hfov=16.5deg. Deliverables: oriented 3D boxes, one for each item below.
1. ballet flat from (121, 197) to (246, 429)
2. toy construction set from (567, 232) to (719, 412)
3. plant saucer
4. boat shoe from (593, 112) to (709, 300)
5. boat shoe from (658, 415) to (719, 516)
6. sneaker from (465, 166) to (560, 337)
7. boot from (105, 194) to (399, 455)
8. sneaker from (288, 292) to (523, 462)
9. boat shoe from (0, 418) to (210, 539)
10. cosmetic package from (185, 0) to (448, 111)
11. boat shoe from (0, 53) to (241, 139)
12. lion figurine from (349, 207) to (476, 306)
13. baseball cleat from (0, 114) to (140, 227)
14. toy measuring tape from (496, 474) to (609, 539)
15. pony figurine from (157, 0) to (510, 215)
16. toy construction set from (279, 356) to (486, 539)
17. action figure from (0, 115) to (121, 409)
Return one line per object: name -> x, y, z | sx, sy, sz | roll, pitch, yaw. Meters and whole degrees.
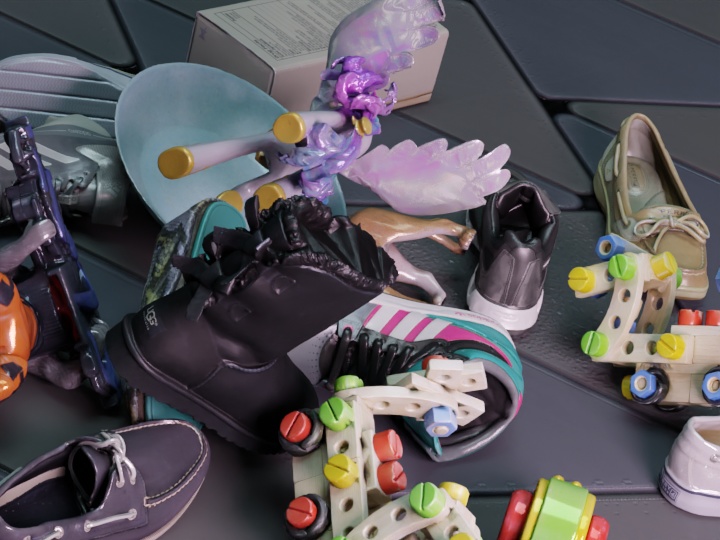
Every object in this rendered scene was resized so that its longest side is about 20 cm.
ballet flat -> -0.126, 0.044, 1.668 | 0.072, 0.072, 0.200 | 15, 57, -1
toy construction set -> 0.235, 0.033, 1.763 | 0.092, 0.131, 0.200 | 12, -10, -34
plant saucer -> -0.103, -0.064, 1.841 | 0.201, 0.039, 0.201 | 25, 41, -23
boat shoe -> 0.234, -0.050, 1.975 | 0.073, 0.063, 0.201 | 8, 32, -11
boat shoe -> 0.307, 0.118, 1.723 | 0.202, 0.086, 0.075 | 2, 34, -19
sneaker -> 0.119, -0.038, 1.884 | 0.066, 0.091, 0.200 | 13, 32, -4
boot -> -0.047, 0.034, 1.575 | 0.198, 0.162, 0.073 | 28, 34, -46
sneaker -> 0.024, 0.074, 1.684 | 0.200, 0.084, 0.121 | 5, 24, -17
boat shoe -> -0.159, 0.133, 1.511 | 0.200, 0.063, 0.073 | -24, 69, -42
cosmetic package -> -0.036, -0.176, 2.050 | 0.200, 0.073, 0.104 | -17, 44, -40
boat shoe -> -0.191, -0.122, 1.922 | 0.200, 0.072, 0.062 | 13, 7, -10
lion figurine -> 0.000, 0.000, 1.798 | 0.122, 0.072, 0.200 | 24, 27, 9
baseball cleat -> -0.229, -0.062, 1.795 | 0.106, 0.070, 0.200 | 29, 35, 21
toy measuring tape -> 0.114, 0.185, 1.553 | 0.074, 0.074, 0.200 | 18, 32, 5
pony figurine -> -0.017, -0.098, 1.763 | 0.193, 0.167, 0.200 | -15, 7, 33
toy construction set -> 0.022, 0.127, 1.543 | 0.131, 0.092, 0.200 | -20, 38, 20
action figure -> -0.238, 0.008, 1.614 | 0.105, 0.200, 0.193 | -16, -1, 21
